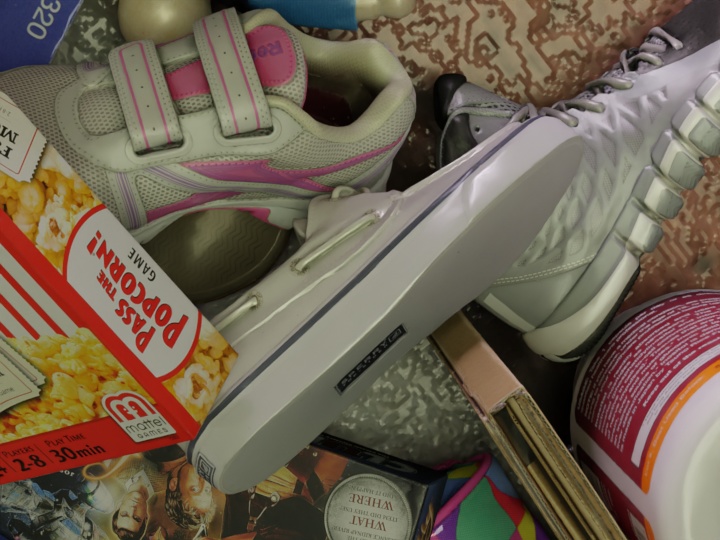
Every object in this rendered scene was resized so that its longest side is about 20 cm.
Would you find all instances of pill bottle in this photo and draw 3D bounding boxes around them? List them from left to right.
[{"bbox_3d":[0.148,0.069,0.756,0.112,0.200,0.114,-1,99,-6],"label":"pill bottle"}]

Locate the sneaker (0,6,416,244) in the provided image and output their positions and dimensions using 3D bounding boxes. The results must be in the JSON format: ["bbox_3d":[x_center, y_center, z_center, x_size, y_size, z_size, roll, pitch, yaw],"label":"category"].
[{"bbox_3d":[-0.063,-0.063,0.732,0.199,0.088,0.082,-7,60,-33],"label":"sneaker"}]

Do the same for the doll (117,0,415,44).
[{"bbox_3d":[-0.020,-0.157,0.775,0.200,0.048,0.137,-40,80,3],"label":"doll"}]

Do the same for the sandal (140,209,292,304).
[{"bbox_3d":[-0.125,-0.039,0.782,0.199,0.054,0.081,23,96,-9],"label":"sandal"}]

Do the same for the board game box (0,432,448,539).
[{"bbox_3d":[-0.077,0.119,0.782,0.199,0.035,0.136,17,97,16],"label":"board game box"}]

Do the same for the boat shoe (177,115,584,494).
[{"bbox_3d":[0.000,0.000,0.742,0.200,0.072,0.066,-43,69,-4],"label":"boat shoe"}]

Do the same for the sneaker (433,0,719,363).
[{"bbox_3d":[0.093,-0.071,0.795,0.115,0.075,0.200,31,89,-1],"label":"sneaker"}]

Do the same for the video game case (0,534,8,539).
[{"bbox_3d":[-0.149,0.217,0.768,0.200,0.045,0.182,31,102,14],"label":"video game case"}]

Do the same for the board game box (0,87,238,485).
[{"bbox_3d":[-0.163,-0.008,0.682,0.151,0.046,0.200,-17,124,39],"label":"board game box"}]

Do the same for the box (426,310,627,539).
[{"bbox_3d":[0.082,0.094,0.752,0.021,0.200,0.164,-34,102,0],"label":"box"}]

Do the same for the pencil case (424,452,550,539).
[{"bbox_3d":[0.076,0.174,0.827,0.088,0.088,0.200,-35,103,0],"label":"pencil case"}]

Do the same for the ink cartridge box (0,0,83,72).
[{"bbox_3d":[-0.228,-0.102,0.747,0.199,0.043,0.197,29,94,5],"label":"ink cartridge box"}]
